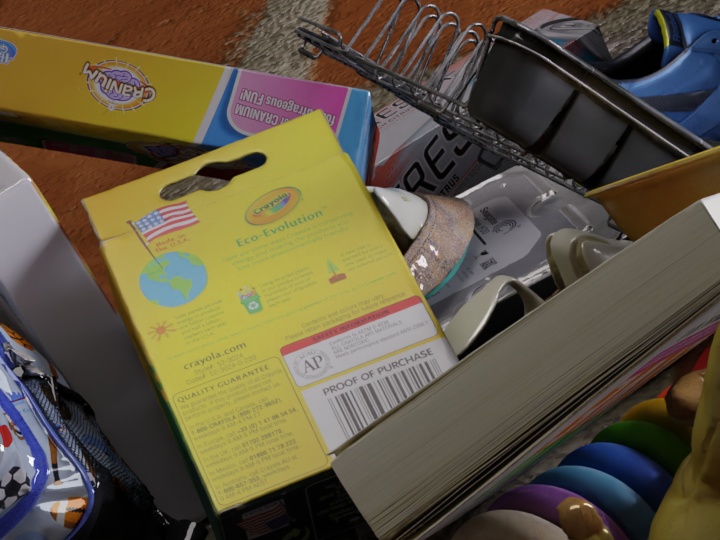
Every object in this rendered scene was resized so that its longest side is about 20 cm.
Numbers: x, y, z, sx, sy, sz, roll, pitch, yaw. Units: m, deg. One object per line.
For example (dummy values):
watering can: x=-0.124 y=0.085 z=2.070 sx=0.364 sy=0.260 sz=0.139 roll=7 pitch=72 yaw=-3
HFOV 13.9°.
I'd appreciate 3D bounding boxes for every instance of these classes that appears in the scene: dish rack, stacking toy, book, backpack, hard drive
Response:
dish rack: x=0.066 y=-0.081 z=1.402 sx=0.200 sy=0.153 sz=0.055 roll=28 pitch=88 yaw=54
stacking toy: x=0.124 y=0.088 z=1.214 sx=0.085 sy=0.086 sz=0.200 roll=1 pitch=30 yaw=45
book: x=0.098 y=0.026 z=1.134 sx=0.200 sy=0.048 sz=0.133 roll=-40 pitch=-11 yaw=34
backpack: x=-0.204 y=0.102 z=1.332 sx=0.200 sy=0.154 sz=0.191 roll=-38 pitch=47 yaw=-1
hard drive: x=0.035 y=0.016 z=1.493 sx=0.200 sy=0.038 sz=0.140 roll=-27 pitch=24 yaw=-4

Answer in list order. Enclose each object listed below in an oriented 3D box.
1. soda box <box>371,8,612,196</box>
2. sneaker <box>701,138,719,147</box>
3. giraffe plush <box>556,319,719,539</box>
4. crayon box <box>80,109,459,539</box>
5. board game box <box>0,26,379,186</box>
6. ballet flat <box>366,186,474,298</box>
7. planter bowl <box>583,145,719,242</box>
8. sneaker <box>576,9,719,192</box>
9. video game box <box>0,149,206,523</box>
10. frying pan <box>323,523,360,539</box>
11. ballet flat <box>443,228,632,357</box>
soda box: x=0.048 y=-0.064 z=1.612 sx=0.200 sy=0.064 sz=0.068 roll=-33 pitch=25 yaw=-15
sneaker: x=0.232 y=-0.039 z=1.386 sx=0.104 sy=0.060 sz=0.200 roll=-34 pitch=31 yaw=-15
giraffe plush: x=0.182 y=0.073 z=1.116 sx=0.200 sy=0.173 sz=0.162 roll=-43 pitch=4 yaw=27
crayon box: x=-0.035 y=0.027 z=1.323 sx=0.127 sy=0.051 sz=0.200 roll=-20 pitch=51 yaw=-8
board game box: x=-0.093 y=-0.077 z=1.467 sx=0.199 sy=0.040 sz=0.153 roll=10 pitch=-4 yaw=3
ballet flat: x=0.000 y=0.000 z=1.431 sx=0.068 sy=0.067 sz=0.200 roll=-10 pitch=28 yaw=30
planter bowl: x=0.201 y=-0.027 z=1.252 sx=0.200 sy=0.084 sz=0.200 roll=-19 pitch=0 yaw=0
sneaker: x=0.193 y=-0.100 z=1.493 sx=0.199 sy=0.079 sz=0.066 roll=-15 pitch=20 yaw=-11
video game box: x=-0.154 y=0.021 z=1.466 sx=0.047 sy=0.200 sz=0.182 roll=-36 pitch=26 yaw=-11
frying pan: x=-0.074 y=0.174 z=1.283 sx=0.190 sy=0.031 sz=0.115 roll=-36 pitch=18 yaw=3
ballet flat: x=0.089 y=0.027 z=1.373 sx=0.200 sy=0.072 sz=0.068 roll=-35 pitch=23 yaw=-20
